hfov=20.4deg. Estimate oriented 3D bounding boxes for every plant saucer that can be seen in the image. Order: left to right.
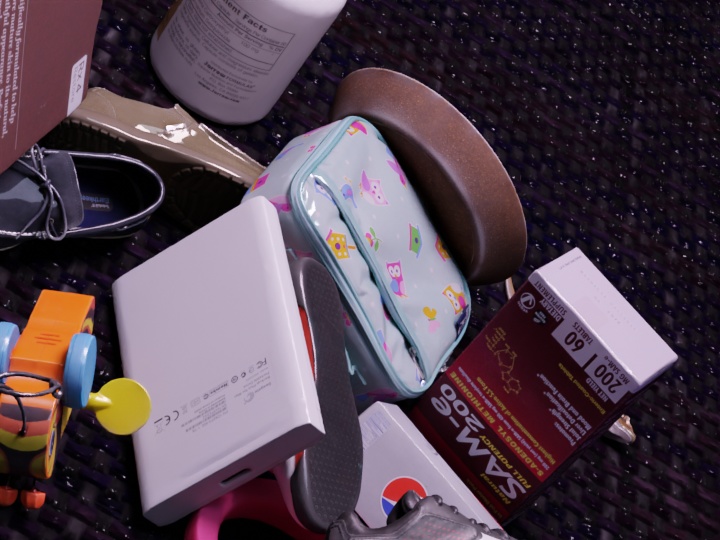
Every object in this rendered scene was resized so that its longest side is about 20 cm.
[{"bbox_3d":[0.041,-0.063,1.537,0.200,0.200,0.034,46,64,9],"label":"plant saucer"}]

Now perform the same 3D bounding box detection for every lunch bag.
[{"bbox_3d":[0.000,0.000,1.460,0.200,0.077,0.160,60,30,-15],"label":"lunch bag"}]

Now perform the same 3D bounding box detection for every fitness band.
[{"bbox_3d":[-0.030,0.218,1.295,0.200,0.037,0.144,41,36,2],"label":"fitness band"}]

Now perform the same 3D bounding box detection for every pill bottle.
[{"bbox_3d":[-0.074,-0.220,1.577,0.114,0.200,0.114,23,39,-21],"label":"pill bottle"}]

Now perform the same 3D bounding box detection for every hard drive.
[{"bbox_3d":[-0.098,0.057,1.325,0.026,0.132,0.200,43,24,-43],"label":"hard drive"}]

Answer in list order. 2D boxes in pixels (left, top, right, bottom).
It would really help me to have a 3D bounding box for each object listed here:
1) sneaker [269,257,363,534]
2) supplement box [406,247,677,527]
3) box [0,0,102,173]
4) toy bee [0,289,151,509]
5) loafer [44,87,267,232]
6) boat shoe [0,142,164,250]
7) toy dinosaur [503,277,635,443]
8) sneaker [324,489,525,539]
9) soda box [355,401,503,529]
[{"bbox_3d":[-0.063,0.097,1.346,0.067,0.108,0.202,32,43,-47],"label":"sneaker"},{"bbox_3d":[0.118,0.090,1.416,0.109,0.200,0.061,48,39,12],"label":"supplement box"},{"bbox_3d":[-0.297,-0.183,1.333,0.200,0.166,0.164,20,34,13],"label":"box"},{"bbox_3d":[-0.211,0.087,1.246,0.131,0.109,0.200,15,17,20],"label":"toy bee"},{"bbox_3d":[-0.134,-0.084,1.489,0.200,0.076,0.067,26,44,-17],"label":"loafer"},{"bbox_3d":[-0.221,-0.052,1.382,0.200,0.062,0.075,-1,77,-42],"label":"boat shoe"},{"bbox_3d":[0.141,0.074,1.567,0.200,0.060,0.106,55,31,-19],"label":"toy dinosaur"},{"bbox_3d":[0.064,0.185,1.271,0.200,0.071,0.098,-1,69,-16],"label":"sneaker"},{"bbox_3d":[0.059,0.183,1.364,0.200,0.063,0.068,49,4,14],"label":"soda box"}]
